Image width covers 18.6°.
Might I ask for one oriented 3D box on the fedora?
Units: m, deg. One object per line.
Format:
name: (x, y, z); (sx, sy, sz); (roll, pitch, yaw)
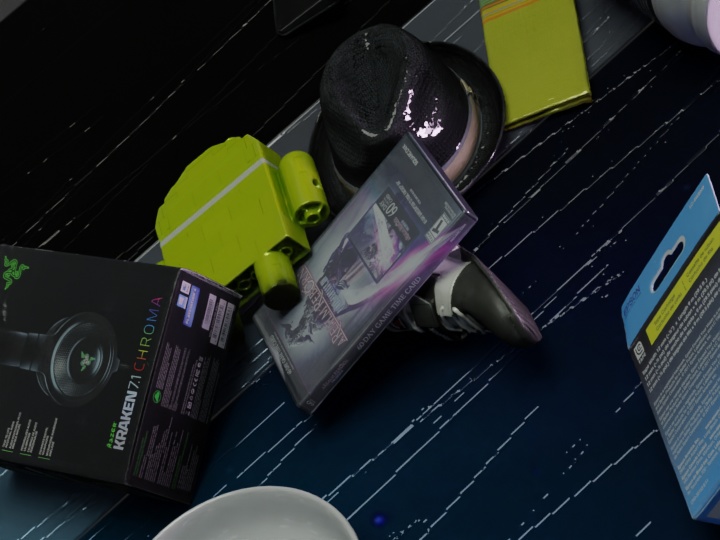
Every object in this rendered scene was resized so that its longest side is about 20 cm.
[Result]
fedora: (0.022, -0.134, 1.817); (0.200, 0.092, 0.201); (-17, 47, 19)

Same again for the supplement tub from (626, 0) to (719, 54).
supplement tub: (0.266, -0.267, 1.775); (0.140, 0.140, 0.200); (-38, 46, -7)

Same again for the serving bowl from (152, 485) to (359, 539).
serving bowl: (-0.077, 0.254, 1.563); (0.200, 0.066, 0.200); (-15, 48, 17)

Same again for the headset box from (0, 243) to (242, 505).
headset box: (-0.216, 0.079, 1.730); (0.200, 0.093, 0.174); (8, 78, 33)

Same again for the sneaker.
sneaker: (0.064, 0.025, 1.686); (0.089, 0.074, 0.200); (-45, 36, -3)

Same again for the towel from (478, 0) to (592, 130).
towel: (0.147, -0.203, 1.873); (0.086, 0.018, 0.200); (-21, 47, 18)

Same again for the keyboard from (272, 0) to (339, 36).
keyboard: (-0.035, -0.313, 2.041); (0.127, 0.021, 0.200); (-34, 42, 29)

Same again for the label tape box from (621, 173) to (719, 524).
label tape box: (0.257, 0.054, 1.506); (0.066, 0.143, 0.200); (11, 41, -22)

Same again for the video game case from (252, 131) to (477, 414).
video game case: (0.000, 0.000, 1.706); (0.200, 0.019, 0.143); (-49, 32, 11)

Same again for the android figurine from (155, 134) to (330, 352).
android figurine: (-0.106, -0.029, 1.803); (0.182, 0.041, 0.200); (-40, 43, 19)
